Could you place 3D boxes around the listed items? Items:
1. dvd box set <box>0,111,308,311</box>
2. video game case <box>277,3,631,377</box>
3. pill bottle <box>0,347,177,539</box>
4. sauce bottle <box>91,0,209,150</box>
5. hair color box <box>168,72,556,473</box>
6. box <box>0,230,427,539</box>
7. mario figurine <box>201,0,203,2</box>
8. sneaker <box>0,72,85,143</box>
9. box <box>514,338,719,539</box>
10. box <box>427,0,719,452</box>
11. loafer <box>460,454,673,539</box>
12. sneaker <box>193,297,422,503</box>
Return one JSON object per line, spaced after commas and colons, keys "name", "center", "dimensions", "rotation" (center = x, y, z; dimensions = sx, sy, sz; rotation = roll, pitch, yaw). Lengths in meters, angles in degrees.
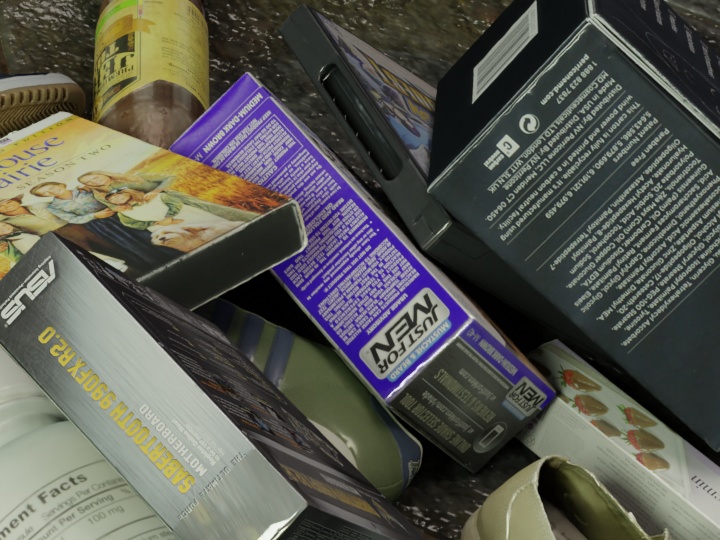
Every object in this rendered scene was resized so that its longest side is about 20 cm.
{"name": "dvd box set", "center": [-0.141, -0.017, 1.268], "dimensions": [0.146, 0.030, 0.200], "rotation": [-28, 31, -30]}
{"name": "video game case", "center": [0.060, -0.040, 1.397], "dimensions": [0.200, 0.026, 0.181], "rotation": [30, 21, -46]}
{"name": "pill bottle", "center": [-0.118, 0.128, 1.109], "dimensions": [0.114, 0.115, 0.200], "rotation": [-16, 49, -38]}
{"name": "sauce bottle", "center": [-0.111, -0.081, 1.425], "dimensions": [0.064, 0.065, 0.200], "rotation": [10, 36, -12]}
{"name": "hair color box", "center": [0.000, 0.000, 1.327], "dimensions": [0.200, 0.065, 0.109], "rotation": [50, 5, 33]}
{"name": "box", "center": [-0.058, 0.072, 1.110], "dimensions": [0.158, 0.048, 0.200], "rotation": [45, 4, 20]}
{"name": "mario figurine", "center": [-0.141, -0.227, 1.561], "dimensions": [0.123, 0.106, 0.200], "rotation": [-43, 53, -13]}
{"name": "sneaker", "center": [-0.243, -0.084, 1.366], "dimensions": [0.200, 0.070, 0.108], "rotation": [-21, 54, -38]}
{"name": "box", "center": [0.151, 0.110, 1.315], "dimensions": [0.200, 0.042, 0.039], "rotation": [38, 40, 26]}
{"name": "box", "center": [0.144, -0.046, 1.348], "dimensions": [0.196, 0.124, 0.200], "rotation": [40, 17, -10]}
{"name": "loafer", "center": [0.126, 0.159, 1.216], "dimensions": [0.200, 0.068, 0.076], "rotation": [40, 41, 26]}
{"name": "sneaker", "center": [-0.054, 0.055, 1.284], "dimensions": [0.200, 0.067, 0.090], "rotation": [37, 26, 29]}
